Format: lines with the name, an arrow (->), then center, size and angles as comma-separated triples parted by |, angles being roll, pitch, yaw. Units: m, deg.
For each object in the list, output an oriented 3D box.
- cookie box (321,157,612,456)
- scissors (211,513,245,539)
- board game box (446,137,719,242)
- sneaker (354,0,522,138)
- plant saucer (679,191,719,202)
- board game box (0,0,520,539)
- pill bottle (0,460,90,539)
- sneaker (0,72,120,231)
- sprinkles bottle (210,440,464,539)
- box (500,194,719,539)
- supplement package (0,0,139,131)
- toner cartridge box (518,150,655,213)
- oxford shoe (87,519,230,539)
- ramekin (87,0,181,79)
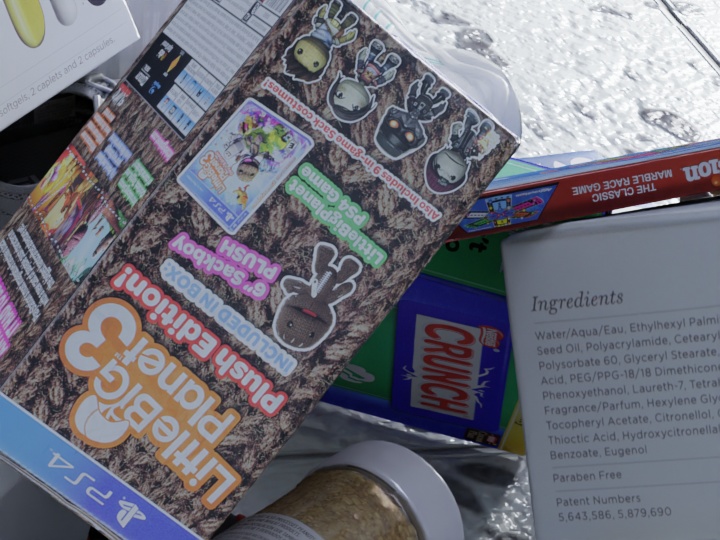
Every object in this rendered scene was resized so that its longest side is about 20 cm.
cookie box -> 0.000, 0.000, 1.246 | 0.199, 0.171, 0.076 | 15, 65, 1
scissors -> -0.054, 0.101, 1.119 | 0.073, 0.014, 0.200 | -30, 78, -15
board game box -> 0.089, -0.033, 1.124 | 0.199, 0.020, 0.103 | -11, 5, -12
sneaker -> -0.004, -0.105, 1.503 | 0.080, 0.071, 0.200 | -23, 35, -33
plant saucer -> 0.230, 0.022, 1.373 | 0.200, 0.032, 0.200 | 39, 9, -7
board game box -> -0.057, -0.012, 1.022 | 0.097, 0.200, 0.159 | 38, 2, -18
pill bottle -> -0.211, 0.069, 1.104 | 0.199, 0.115, 0.114 | 30, 34, 24
sneaker -> -0.108, -0.060, 1.328 | 0.199, 0.082, 0.075 | -21, 64, -8
sprinkles bottle -> -0.042, 0.129, 1.013 | 0.068, 0.069, 0.200 | 30, 34, 24
box -> 0.192, 0.031, 1.117 | 0.199, 0.131, 0.199 | -6, 2, 32
supplement package -> -0.235, -0.109, 1.294 | 0.155, 0.111, 0.200 | -4, 26, 42
toner cartridge box -> 0.134, 0.010, 1.413 | 0.095, 0.043, 0.200 | -9, 38, -32
oxford shoe -> -0.118, 0.095, 1.169 | 0.200, 0.071, 0.073 | 39, 72, 24
ramekin -> -0.120, -0.144, 1.458 | 0.199, 0.106, 0.200 | 4, 17, -1
